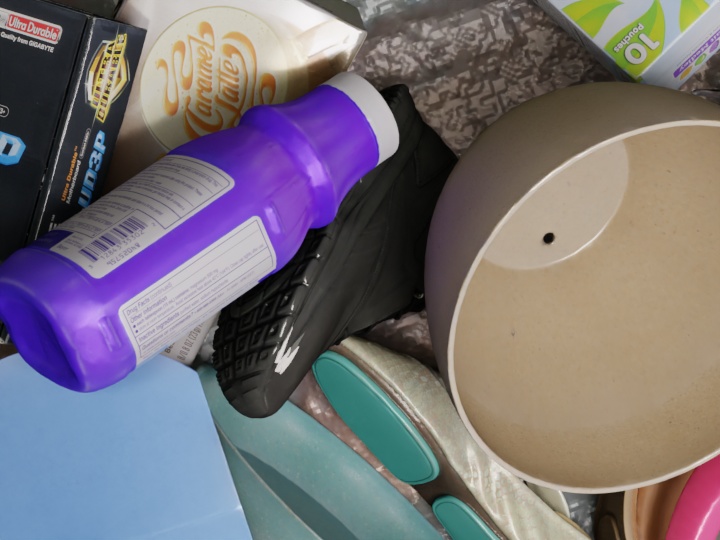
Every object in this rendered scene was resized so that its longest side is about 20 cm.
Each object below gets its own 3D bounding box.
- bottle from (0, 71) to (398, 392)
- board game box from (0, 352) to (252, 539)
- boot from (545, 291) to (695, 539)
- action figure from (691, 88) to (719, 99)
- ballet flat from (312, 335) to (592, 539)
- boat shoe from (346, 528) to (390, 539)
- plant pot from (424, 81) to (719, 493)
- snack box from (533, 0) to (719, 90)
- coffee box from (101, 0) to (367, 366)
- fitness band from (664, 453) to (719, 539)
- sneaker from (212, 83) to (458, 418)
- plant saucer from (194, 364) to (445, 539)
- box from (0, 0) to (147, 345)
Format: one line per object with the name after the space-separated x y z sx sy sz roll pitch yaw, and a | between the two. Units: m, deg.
-0.070 -0.022 1.094 0.200 0.083 0.065 -36 118 -25 | bottle
-0.127 0.134 1.116 0.158 0.039 0.200 -19 87 3 | board game box
0.194 0.098 1.259 0.154 0.074 0.200 -22 101 -7 | boot
0.269 -0.095 1.231 0.200 0.102 0.119 -7 104 6 | action figure
0.052 0.098 1.256 0.062 0.067 0.200 -45 104 -28 | ballet flat
-0.061 0.204 1.241 0.200 0.069 0.072 -28 97 -6 | boat shoe
0.112 -0.013 1.164 0.200 0.135 0.201 -10 123 -16 | plant pot
0.167 -0.199 1.200 0.200 0.053 0.142 -44 67 0 | snack box
-0.093 -0.062 1.188 0.114 0.080 0.200 27 102 -11 | coffee box
0.221 0.163 1.240 0.144 0.037 0.200 -49 128 -9 | fitness band
0.000 0.000 1.193 0.091 0.076 0.200 43 58 -20 | sneaker
-0.016 0.126 1.175 0.200 0.200 0.036 41 98 -9 | plant saucer
-0.210 -0.066 1.155 0.200 0.046 0.159 20 96 30 | box
